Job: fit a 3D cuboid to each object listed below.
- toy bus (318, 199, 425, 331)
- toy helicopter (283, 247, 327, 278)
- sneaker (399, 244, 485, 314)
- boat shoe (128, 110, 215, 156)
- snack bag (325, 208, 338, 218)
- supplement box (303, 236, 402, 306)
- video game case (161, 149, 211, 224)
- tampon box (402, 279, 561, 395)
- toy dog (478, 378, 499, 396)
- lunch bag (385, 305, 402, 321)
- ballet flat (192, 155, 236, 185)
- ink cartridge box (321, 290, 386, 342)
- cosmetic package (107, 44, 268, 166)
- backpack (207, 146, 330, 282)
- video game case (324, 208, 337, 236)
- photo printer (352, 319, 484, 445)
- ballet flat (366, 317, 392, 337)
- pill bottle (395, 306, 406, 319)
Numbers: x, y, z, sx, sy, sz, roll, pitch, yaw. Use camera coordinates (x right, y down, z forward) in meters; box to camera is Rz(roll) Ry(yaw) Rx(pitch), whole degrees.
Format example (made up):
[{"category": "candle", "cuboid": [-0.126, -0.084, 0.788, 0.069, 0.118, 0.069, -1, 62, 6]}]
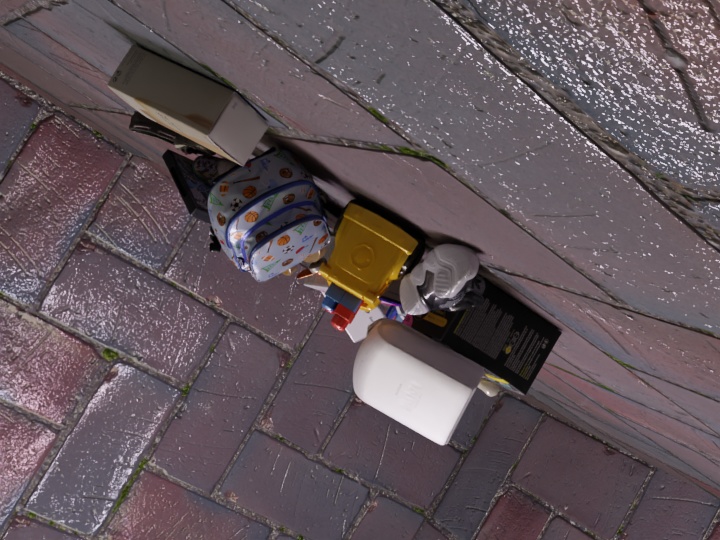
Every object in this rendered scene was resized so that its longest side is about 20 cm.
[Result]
[{"category": "toy bus", "cuboid": [0.004, 0.005, 1.520, 0.136, 0.192, 0.200, 29, 177, 7]}, {"category": "toy helicopter", "cuboid": [-0.109, -0.032, 1.729, 0.132, 0.079, 0.200, 43, 153, 0]}, {"category": "sneaker", "cuboid": [0.146, 0.011, 1.421, 0.114, 0.076, 0.200, -2, 162, -27]}, {"category": "boat shoe", "cuboid": [-0.369, -0.260, 1.882, 0.200, 0.057, 0.067, 29, 175, 19]}, {"category": "snack bag", "cuboid": [-0.044, -0.089, 1.868, 0.200, 0.021, 0.189, 34, 175, -3]}, {"category": "supplement box", "cuboid": [0.000, 0.000, 1.730, 0.101, 0.103, 0.200, 19, 171, -36]}, {"category": "video game case", "cuboid": [-0.286, -0.145, 1.901, 0.200, 0.026, 0.181, 24, -152, -48]}, {"category": "tampon box", "cuboid": [0.203, 0.098, 1.624, 0.200, 0.126, 0.150, 33, 174, -23]}, {"category": "toy dog", "cuboid": [0.237, 0.139, 1.822, 0.200, 0.139, 0.194, -20, -93, -79]}, {"category": "lunch bag", "cuboid": [0.123, 0.124, 1.961, 0.150, 0.200, 0.094, 32, 175, -7]}, {"category": "ballet flat", "cuboid": [-0.239, -0.182, 1.914, 0.200, 0.072, 0.072, 31, 177, -36]}, {"category": "ink cartridge box", "cuboid": [-0.023, 0.032, 1.967, 0.145, 0.084, 0.200, 58, -174, -27]}, {"category": "cosmetic package", "cuboid": [-0.235, -0.225, 1.305, 0.200, 0.071, 0.105, 28, 175, 30]}, {"category": "backpack", "cuboid": [-0.141, -0.087, 1.452, 0.154, 0.200, 0.191, 50, 170, 28]}, {"category": "video game case", "cuboid": [-0.112, -0.117, 1.794, 0.182, 0.024, 0.200, 35, 172, -6]}, {"category": "photo printer", "cuboid": [0.085, 0.177, 1.563, 0.200, 0.069, 0.166, 29, 132, 10]}, {"category": "ballet flat", "cuboid": [0.103, 0.139, 1.623, 0.200, 0.072, 0.072, 34, 176, 5]}, {"category": "pill bottle", "cuboid": [0.126, 0.055, 1.794, 0.106, 0.106, 0.200, 31, 176, -2]}]
